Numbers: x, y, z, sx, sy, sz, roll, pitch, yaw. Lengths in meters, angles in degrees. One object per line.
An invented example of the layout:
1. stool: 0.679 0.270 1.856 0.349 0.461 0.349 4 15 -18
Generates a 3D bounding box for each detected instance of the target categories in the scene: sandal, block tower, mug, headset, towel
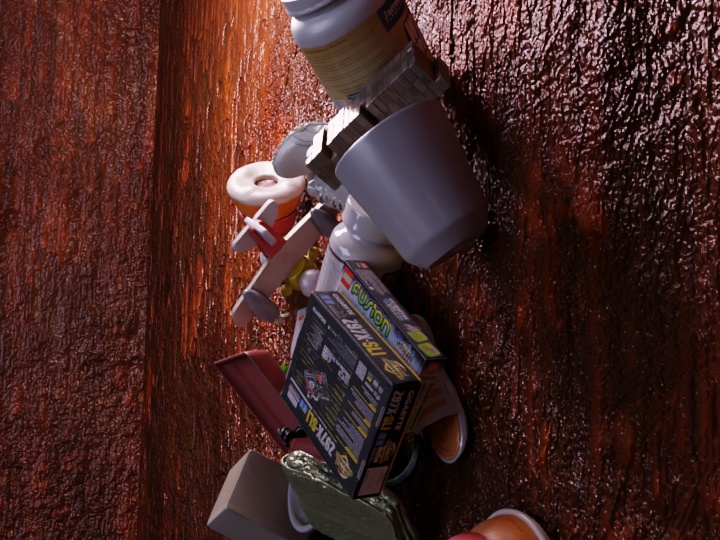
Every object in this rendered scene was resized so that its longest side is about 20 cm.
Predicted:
1. sandal: 0.071 0.146 0.963 0.080 0.058 0.209 117 145 -40
2. block tower: 0.017 -0.185 0.927 0.199 0.057 0.055 -38 31 29
3. mug: 0.079 -0.091 0.905 0.149 0.186 0.155 -37 80 27
4. headset: -0.010 0.219 1.019 0.196 0.093 0.127 -2 81 32
5. towel: -0.009 0.310 0.993 0.197 0.037 0.151 10 132 37

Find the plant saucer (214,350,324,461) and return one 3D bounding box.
1. plant saucer: -0.129 0.201 1.178 0.201 0.037 0.199 54 154 -6

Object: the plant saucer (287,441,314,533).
1. plant saucer: -0.048 0.299 1.176 0.201 0.049 0.203 -52 26 39

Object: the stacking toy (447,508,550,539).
1. stacking toy: 0.086 0.314 0.748 0.145 0.196 0.150 -176 90 -65

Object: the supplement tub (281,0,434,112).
1. supplement tub: 0.001 -0.289 0.971 0.142 0.201 0.146 -23 37 18

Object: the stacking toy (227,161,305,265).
1. stacking toy: -0.171 -0.089 1.455 0.147 0.143 0.204 -122 25 -51

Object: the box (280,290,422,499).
1. box: -0.019 0.143 0.933 0.200 0.048 0.163 44 125 46

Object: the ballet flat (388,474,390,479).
1. ballet flat: 0.013 0.210 1.082 0.066 0.056 0.205 -10 77 63

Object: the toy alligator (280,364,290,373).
1. toy alligator: -0.076 0.164 1.159 0.055 0.059 0.199 50 154 -11

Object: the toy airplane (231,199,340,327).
1. toy airplane: -0.109 -0.014 1.226 0.140 0.197 0.203 37 126 32

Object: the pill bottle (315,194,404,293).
1. pill bottle: 0.000 0.000 1.074 0.110 0.107 0.203 -122 42 -50

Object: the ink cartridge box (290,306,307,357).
1. ink cartridge box: -0.076 0.153 1.241 0.162 0.049 0.204 -23 50 63

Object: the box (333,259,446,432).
1. box: 0.021 0.088 0.951 0.200 0.034 0.112 50 127 44

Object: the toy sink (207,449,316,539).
1. toy sink: -0.133 0.400 1.280 0.131 0.197 0.113 -50 14 52

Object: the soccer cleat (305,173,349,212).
1. soccer cleat: -0.032 -0.115 1.173 0.201 0.085 0.071 -121 15 -55

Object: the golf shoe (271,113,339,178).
1. golf shoe: -0.044 -0.173 1.135 0.197 0.078 0.099 -26 57 20
